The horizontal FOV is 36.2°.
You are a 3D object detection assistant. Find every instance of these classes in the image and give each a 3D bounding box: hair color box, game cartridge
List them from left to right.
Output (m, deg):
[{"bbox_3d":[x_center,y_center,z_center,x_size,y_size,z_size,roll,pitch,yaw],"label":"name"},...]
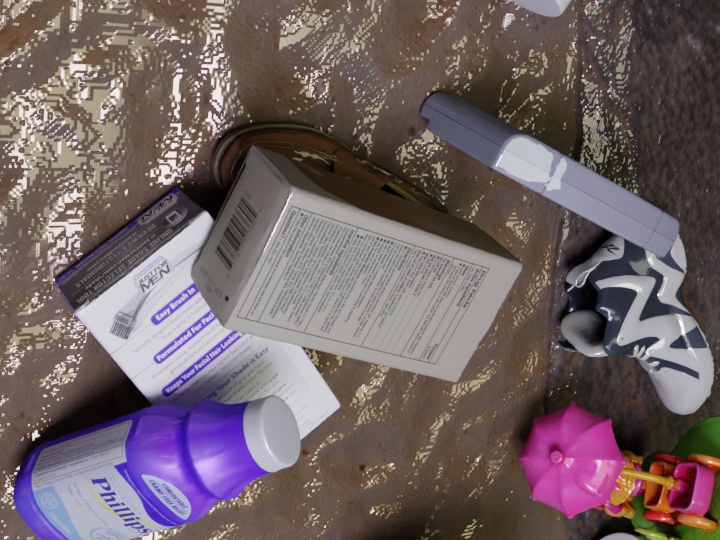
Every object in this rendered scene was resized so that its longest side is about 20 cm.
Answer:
[{"bbox_3d":[-0.111,0.054,0.784,0.109,0.065,0.200,-39,125,-11],"label":"hair color box"},{"bbox_3d":[0.152,-0.071,0.845,0.199,0.133,0.041,22,105,-35],"label":"game cartridge"}]

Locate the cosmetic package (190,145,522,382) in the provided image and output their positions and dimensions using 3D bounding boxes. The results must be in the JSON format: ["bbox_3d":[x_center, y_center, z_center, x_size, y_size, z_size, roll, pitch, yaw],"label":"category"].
[{"bbox_3d":[0.000,0.000,0.741,0.199,0.071,0.106,18,109,-36],"label":"cosmetic package"}]

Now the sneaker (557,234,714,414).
[{"bbox_3d":[0.236,0.063,0.982,0.129,0.079,0.200,-27,121,-17],"label":"sneaker"}]

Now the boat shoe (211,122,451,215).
[{"bbox_3d":[-0.009,-0.054,0.797,0.199,0.068,0.072,13,104,-33],"label":"boat shoe"}]

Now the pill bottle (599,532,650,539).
[{"bbox_3d":[0.322,0.332,1.119,0.199,0.113,0.114,23,97,-34],"label":"pill bottle"}]

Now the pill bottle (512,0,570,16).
[{"bbox_3d":[0.161,-0.287,0.777,0.112,0.112,0.201,31,92,-35],"label":"pill bottle"}]

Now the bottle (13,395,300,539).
[{"bbox_3d":[-0.135,0.133,0.737,0.199,0.065,0.084,-19,125,23],"label":"bottle"}]

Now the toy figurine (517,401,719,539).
[{"bbox_3d":[0.225,0.181,0.995,0.183,0.200,0.151,18,77,-14],"label":"toy figurine"}]
